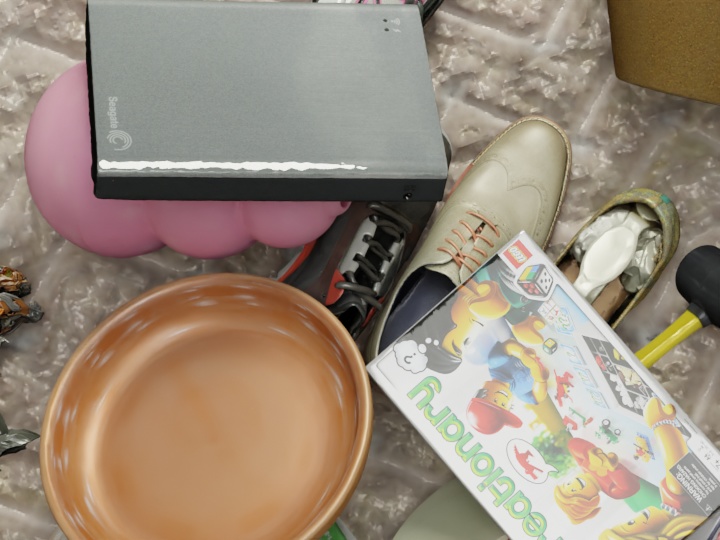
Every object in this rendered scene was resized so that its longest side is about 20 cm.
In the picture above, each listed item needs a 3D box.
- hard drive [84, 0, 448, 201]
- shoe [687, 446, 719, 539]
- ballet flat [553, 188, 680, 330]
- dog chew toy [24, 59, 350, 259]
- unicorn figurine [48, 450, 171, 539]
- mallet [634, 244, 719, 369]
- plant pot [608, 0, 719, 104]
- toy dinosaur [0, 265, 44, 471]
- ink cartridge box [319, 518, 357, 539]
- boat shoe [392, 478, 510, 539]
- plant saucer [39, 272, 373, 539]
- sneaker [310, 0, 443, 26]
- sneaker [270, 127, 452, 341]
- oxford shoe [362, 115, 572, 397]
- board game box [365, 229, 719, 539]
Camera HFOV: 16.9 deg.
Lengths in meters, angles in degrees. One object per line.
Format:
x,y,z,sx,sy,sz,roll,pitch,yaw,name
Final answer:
-0.057,-0.098,1.400,0.199,0.033,0.140,0,50,-10,hard drive
0.221,0.197,1.467,0.091,0.071,0.201,28,92,3,shoe
0.124,0.030,1.485,0.071,0.071,0.200,39,88,5,ballet flat
-0.100,-0.063,1.459,0.199,0.124,0.125,9,85,21,dog chew toy
-0.161,0.163,1.460,0.137,0.200,0.074,-11,126,35,unicorn figurine
0.167,0.064,1.457,0.200,0.066,0.041,-43,128,-14,mallet
0.218,-0.203,1.452,0.186,0.186,0.201,14,99,4,plant pot
-0.273,0.076,1.476,0.200,0.102,0.136,-35,88,-12,toy dinosaur
-0.067,0.246,1.436,0.200,0.084,0.146,-35,49,0,ink cartridge box
0.110,0.145,1.478,0.200,0.071,0.063,-31,126,-1,boat shoe
-0.087,0.097,1.406,0.199,0.037,0.201,-7,60,12,plant saucer
0.010,-0.163,1.504,0.086,0.080,0.201,9,91,-7,sneaker
0.000,0.000,1.474,0.077,0.082,0.200,31,95,-30,sneaker
0.070,-0.007,1.486,0.071,0.074,0.200,29,87,5,oxford shoe
0.113,0.092,1.423,0.126,0.035,0.200,-41,82,-3,board game box
